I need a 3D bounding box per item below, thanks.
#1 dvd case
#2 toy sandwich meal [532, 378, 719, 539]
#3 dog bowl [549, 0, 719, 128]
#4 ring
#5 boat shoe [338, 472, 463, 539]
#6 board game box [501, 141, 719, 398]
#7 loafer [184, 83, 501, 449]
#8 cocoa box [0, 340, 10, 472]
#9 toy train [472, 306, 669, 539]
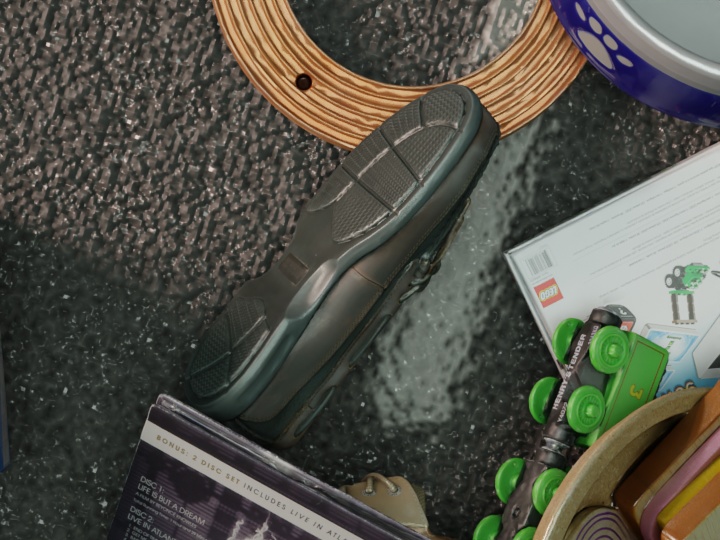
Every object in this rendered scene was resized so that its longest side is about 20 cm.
[{"bbox_3d":[-0.058,0.172,1.236,0.148,0.016,0.201,27,120,13],"label":"dvd case"},{"bbox_3d":[0.157,0.144,1.235,0.205,0.070,0.206,-17,116,-39],"label":"toy sandwich meal"},{"bbox_3d":[0.182,-0.169,1.246,0.199,0.079,0.201,1,77,-7],"label":"dog bowl"},{"bbox_3d":[0.025,-0.154,1.294,0.199,0.019,0.201,0,90,-3],"label":"ring"},{"bbox_3d":[0.005,0.131,1.275,0.199,0.076,0.072,23,86,-11],"label":"boat shoe"},{"bbox_3d":[0.184,0.003,1.293,0.199,0.035,0.127,-26,91,-1],"label":"board game box"},{"bbox_3d":[0.000,0.000,1.274,0.063,0.072,0.200,37,100,-33],"label":"loafer"},{"bbox_3d":[-0.268,0.041,1.230,0.199,0.131,0.134,-5,91,-2],"label":"cocoa box"},{"bbox_3d":[0.088,0.115,1.241,0.056,0.042,0.201,26,82,-34],"label":"toy train"}]
